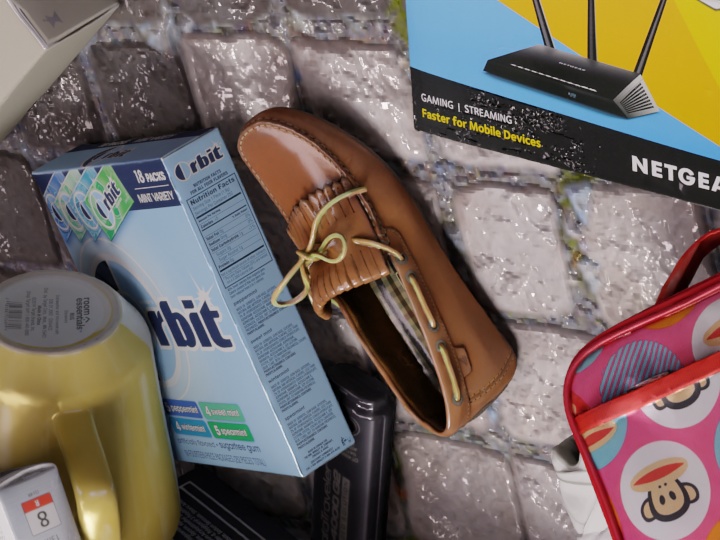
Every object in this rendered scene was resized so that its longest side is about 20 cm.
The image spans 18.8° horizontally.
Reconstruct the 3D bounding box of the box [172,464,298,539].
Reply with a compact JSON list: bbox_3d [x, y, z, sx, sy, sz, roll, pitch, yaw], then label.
[{"bbox_3d":[-0.117,0.246,1.322,0.200,0.197,0.124,31,136,46],"label":"box"}]

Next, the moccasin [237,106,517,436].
[{"bbox_3d":[-0.001,0.001,1.174,0.073,0.078,0.202,-29,96,48],"label":"moccasin"}]

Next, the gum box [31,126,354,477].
[{"bbox_3d":[-0.101,0.020,1.278,0.169,0.044,0.201,0,116,57],"label":"gum box"}]

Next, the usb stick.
[{"bbox_3d":[-0.006,0.145,1.310,0.055,0.032,0.201,33,135,35],"label":"usb stick"}]

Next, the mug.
[{"bbox_3d":[-0.166,0.093,1.276,0.186,0.149,0.154,27,131,30],"label":"mug"}]

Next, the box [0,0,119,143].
[{"bbox_3d":[-0.230,-0.128,1.304,0.082,0.068,0.200,53,138,0],"label":"box"}]

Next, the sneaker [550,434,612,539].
[{"bbox_3d":[0.159,0.083,1.090,0.200,0.078,0.100,-39,78,43],"label":"sneaker"}]

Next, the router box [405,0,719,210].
[{"bbox_3d":[0.112,-0.120,1.011,0.199,0.051,0.150,17,125,34],"label":"router box"}]

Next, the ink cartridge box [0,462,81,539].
[{"bbox_3d":[-0.193,0.215,1.221,0.162,0.050,0.201,-17,96,49],"label":"ink cartridge box"}]

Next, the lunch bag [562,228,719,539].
[{"bbox_3d":[0.197,0.059,0.976,0.199,0.082,0.177,-27,71,22],"label":"lunch bag"}]
